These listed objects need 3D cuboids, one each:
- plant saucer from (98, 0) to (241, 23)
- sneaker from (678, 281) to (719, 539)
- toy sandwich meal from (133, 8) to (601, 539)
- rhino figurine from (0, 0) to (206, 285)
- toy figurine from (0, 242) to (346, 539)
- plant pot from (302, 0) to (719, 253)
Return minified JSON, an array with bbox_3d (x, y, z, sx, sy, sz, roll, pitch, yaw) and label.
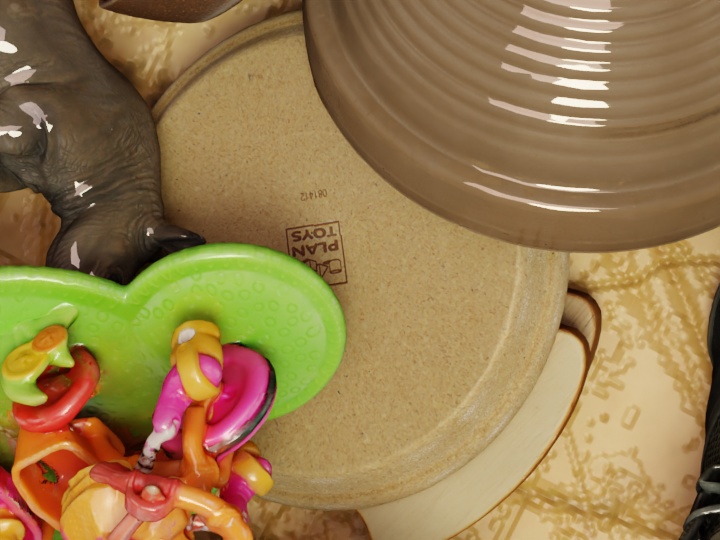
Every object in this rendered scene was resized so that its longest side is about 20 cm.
[{"bbox_3d":[-0.013,-0.156,0.795,0.034,0.200,0.200,42,95,-13],"label":"plant saucer"},{"bbox_3d":[0.153,0.068,0.798,0.076,0.114,0.201,12,88,7],"label":"sneaker"},{"bbox_3d":[0.000,0.000,0.849,0.204,0.070,0.207,-1,87,20],"label":"toy sandwich meal"},{"bbox_3d":[-0.118,-0.052,0.804,0.087,0.060,0.201,-30,90,-29],"label":"rhino figurine"},{"bbox_3d":[-0.091,0.104,0.731,0.199,0.185,0.150,-23,129,15],"label":"toy figurine"},{"bbox_3d":[0.078,-0.115,0.780,0.199,0.093,0.202,0,58,0],"label":"plant pot"}]
